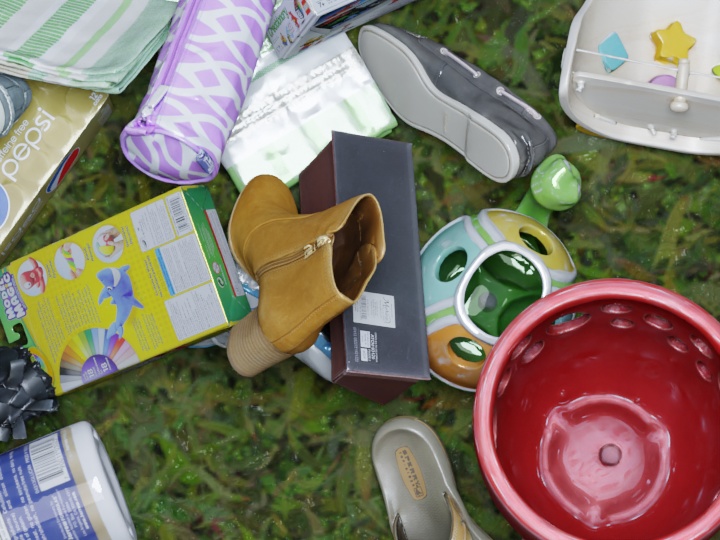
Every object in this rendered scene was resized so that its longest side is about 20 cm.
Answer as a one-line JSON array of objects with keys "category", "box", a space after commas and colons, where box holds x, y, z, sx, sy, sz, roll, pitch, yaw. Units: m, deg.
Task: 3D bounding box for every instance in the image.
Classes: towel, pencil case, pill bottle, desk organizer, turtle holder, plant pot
[{"category": "towel", "box": [-0.256, -0.196, 1.327, 0.199, 0.153, 0.023, 12, 126, 10]}, {"category": "pencil case", "box": [-0.126, -0.162, 1.302, 0.084, 0.085, 0.201, -5, 56, 35]}, {"category": "pill bottle", "box": [-0.283, 0.203, 1.302, 0.199, 0.111, 0.112, -22, 86, -5]}, {"category": "towel", "box": [-0.079, -0.170, 1.398, 0.149, 0.031, 0.201, -29, 89, -4]}, {"category": "desk organizer", "box": [0.000, 0.000, 1.322, 0.071, 0.077, 0.201, 7, 65, -24]}, {"category": "turtle holder", "box": [0.120, 0.013, 1.338, 0.185, 0.132, 0.141, -32, 87, -6]}, {"category": "plant pot", "box": [0.181, 0.124, 1.228, 0.199, 0.183, 0.201, -1, 74, 3]}]

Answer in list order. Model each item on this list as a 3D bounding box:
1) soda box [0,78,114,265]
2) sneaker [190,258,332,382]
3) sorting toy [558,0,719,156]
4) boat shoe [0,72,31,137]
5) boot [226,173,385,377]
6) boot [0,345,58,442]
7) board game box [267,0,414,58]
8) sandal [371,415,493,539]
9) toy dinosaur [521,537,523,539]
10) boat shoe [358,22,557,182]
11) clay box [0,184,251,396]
[{"category": "soda box", "box": [-0.283, -0.076, 1.353, 0.068, 0.064, 0.200, 35, 83, 0]}, {"category": "sneaker", "box": [-0.099, 0.039, 1.358, 0.200, 0.075, 0.087, 37, 90, 8]}, {"category": "sorting toy", "box": [0.264, -0.198, 1.391, 0.199, 0.107, 0.181, 10, 77, -2]}, {"category": "boat shoe", "box": [-0.344, -0.121, 1.329, 0.199, 0.062, 0.073, -6, 112, 33]}, {"category": "boot", "box": [-0.036, -0.024, 1.260, 0.071, 0.144, 0.202, 30, 43, -27]}, {"category": "boot", "box": [-0.339, 0.120, 1.309, 0.162, 0.198, 0.074, -39, 114, -34]}, {"category": "board game box", "box": [0.028, -0.236, 1.340, 0.199, 0.126, 0.035, -26, 89, -18]}, {"category": "sandal", "box": [0.061, 0.212, 1.343, 0.080, 0.054, 0.201, -27, 85, 17]}, {"category": "toy dinosaur", "box": [0.177, 0.154, 1.356, 0.135, 0.086, 0.201, 0, 79, 3]}, {"category": "boat shoe", "box": [0.077, -0.141, 1.365, 0.057, 0.067, 0.200, -25, 53, -31]}, {"category": "clay box", "box": [-0.192, 0.021, 1.328, 0.199, 0.048, 0.115, -21, 86, 25]}]
